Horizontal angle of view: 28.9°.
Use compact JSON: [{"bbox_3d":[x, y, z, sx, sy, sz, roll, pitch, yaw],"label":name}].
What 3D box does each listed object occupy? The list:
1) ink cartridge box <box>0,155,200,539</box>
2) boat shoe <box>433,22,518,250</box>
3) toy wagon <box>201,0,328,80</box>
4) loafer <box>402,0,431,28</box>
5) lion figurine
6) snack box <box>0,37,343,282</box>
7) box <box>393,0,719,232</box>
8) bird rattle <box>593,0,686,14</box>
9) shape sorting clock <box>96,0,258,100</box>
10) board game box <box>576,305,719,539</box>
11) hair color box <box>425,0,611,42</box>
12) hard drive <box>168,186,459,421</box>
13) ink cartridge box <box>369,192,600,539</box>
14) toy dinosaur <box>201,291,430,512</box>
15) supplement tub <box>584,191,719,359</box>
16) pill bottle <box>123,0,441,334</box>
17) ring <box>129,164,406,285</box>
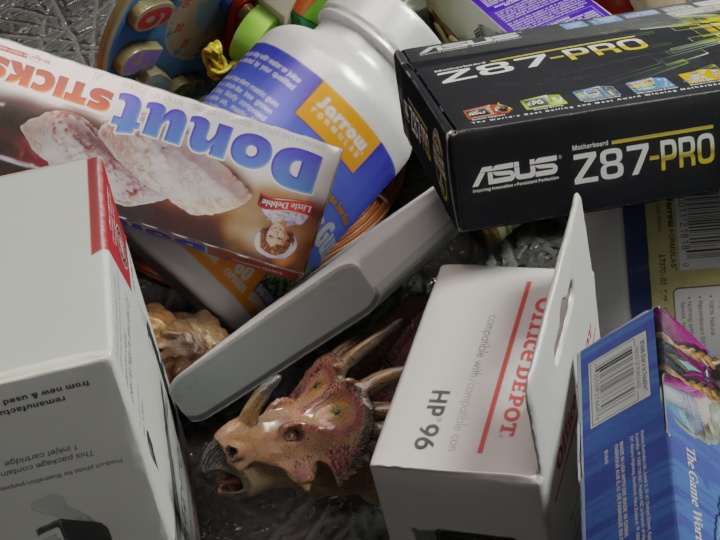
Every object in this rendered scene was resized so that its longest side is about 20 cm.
[{"bbox_3d":[-0.129,0.075,0.629,0.083,0.201,0.145,-12,38,-4],"label":"ink cartridge box"},{"bbox_3d":[0.061,-0.094,0.876,0.062,0.073,0.201,-30,49,2],"label":"boat shoe"},{"bbox_3d":[-0.018,-0.184,0.868,0.039,0.155,0.200,38,75,13],"label":"toy wagon"},{"bbox_3d":[0.070,-0.186,0.998,0.198,0.072,0.063,-13,31,6],"label":"loafer"},{"bbox_3d":[-0.157,0.006,0.759,0.122,0.200,0.073,-27,18,43],"label":"lion figurine"},{"bbox_3d":[-0.114,-0.059,0.726,0.199,0.024,0.072,18,77,-1],"label":"snack box"},{"bbox_3d":[0.123,-0.076,0.624,0.198,0.049,0.161,-9,20,-2],"label":"box"},{"bbox_3d":[0.166,-0.153,0.864,0.112,0.163,0.200,-31,29,7],"label":"bird rattle"},{"bbox_3d":[-0.080,-0.171,0.875,0.039,0.200,0.200,45,61,11],"label":"shape sorting clock"},{"bbox_3d":[0.153,0.142,0.473,0.043,0.199,0.201,-34,28,31],"label":"board game box"},{"bbox_3d":[0.110,-0.125,0.874,0.064,0.110,0.200,-22,38,-9],"label":"hair color box"},{"bbox_3d":[0.000,0.000,0.718,0.132,0.026,0.200,-34,3,33],"label":"hard drive"},{"bbox_3d":[0.058,0.079,0.566,0.067,0.201,0.116,2,40,19],"label":"ink cartridge box"},{"bbox_3d":[0.016,0.055,0.660,0.085,0.136,0.200,7,42,24],"label":"toy dinosaur"},{"bbox_3d":[0.209,-0.001,0.664,0.198,0.145,0.145,-4,39,12],"label":"supplement tub"},{"bbox_3d":[-0.041,-0.068,0.802,0.200,0.112,0.112,-49,47,-9],"label":"pill bottle"},{"bbox_3d":[-0.069,-0.058,0.920,0.199,0.019,0.201,-8,38,6],"label":"ring"}]
